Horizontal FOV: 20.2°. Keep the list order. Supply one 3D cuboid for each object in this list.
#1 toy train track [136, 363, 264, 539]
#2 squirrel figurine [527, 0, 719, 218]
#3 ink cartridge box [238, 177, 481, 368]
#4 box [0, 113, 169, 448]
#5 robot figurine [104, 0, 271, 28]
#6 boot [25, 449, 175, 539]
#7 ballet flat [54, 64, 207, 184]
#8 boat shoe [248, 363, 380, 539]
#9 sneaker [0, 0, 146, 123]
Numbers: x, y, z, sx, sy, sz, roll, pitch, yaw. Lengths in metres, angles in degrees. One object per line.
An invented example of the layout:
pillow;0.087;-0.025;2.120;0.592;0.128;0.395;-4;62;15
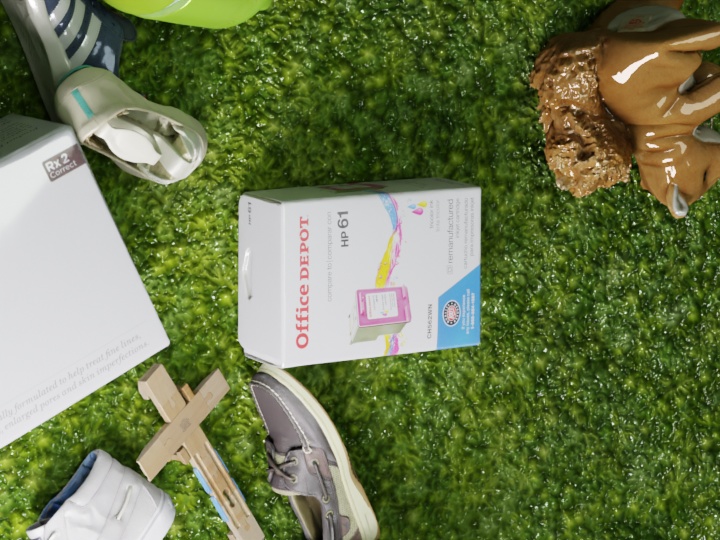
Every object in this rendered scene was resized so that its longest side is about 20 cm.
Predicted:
toy train track;-0.141;0.161;1.721;0.115;0.032;0.200;-49;125;-34
squirrel figurine;0.251;-0.138;1.853;0.199;0.142;0.187;-20;118;-10
ink cartridge box;0.000;0.000;1.743;0.199;0.085;0.145;-5;101;-27
box;-0.288;0.011;1.557;0.199;0.131;0.200;-31;111;-21
robot figurine;-0.140;-0.252;1.584;0.200;0.175;0.116;-1;111;-57
boot;-0.244;0.245;1.662;0.096;0.073;0.200;41;69;-22
ballet flat;-0.170;-0.101;1.597;0.200;0.069;0.070;25;85;-59
boat shoe;-0.048;0.172;1.750;0.065;0.073;0.200;-39;114;-24
sneaker;-0.228;-0.203;1.593;0.084;0.075;0.200;-28;120;-21
